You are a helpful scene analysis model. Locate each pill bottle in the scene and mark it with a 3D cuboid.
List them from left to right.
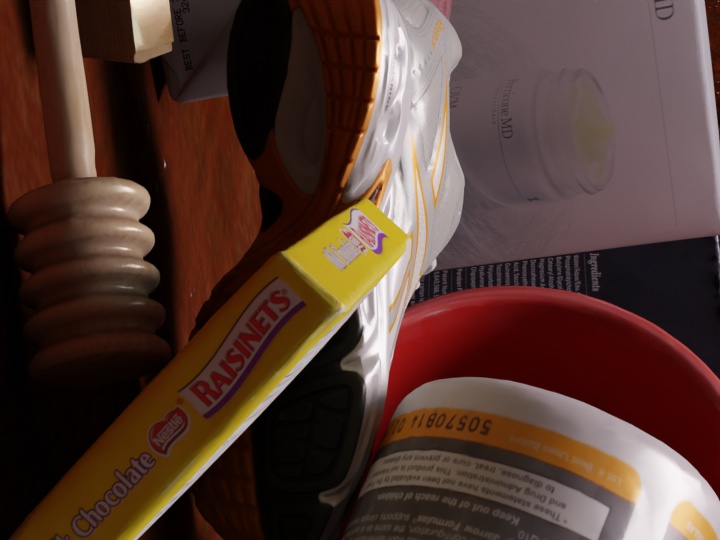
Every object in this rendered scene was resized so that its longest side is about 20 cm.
[{"bbox_3d":[0.030,0.144,0.801,0.116,0.116,0.201,70,40,-62],"label":"pill bottle"}]

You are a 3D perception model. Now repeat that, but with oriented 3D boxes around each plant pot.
[{"bbox_3d":[0.059,0.137,1.071,0.178,0.199,0.201,91,-3,-54],"label":"plant pot"}]

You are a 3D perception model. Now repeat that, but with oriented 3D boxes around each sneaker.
[{"bbox_3d":[0.000,0.000,0.861,0.092,0.075,0.201,1,101,-56],"label":"sneaker"}]

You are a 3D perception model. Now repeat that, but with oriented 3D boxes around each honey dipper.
[{"bbox_3d":[-0.081,-0.070,0.684,0.038,0.038,0.201,60,20,-73],"label":"honey dipper"}]

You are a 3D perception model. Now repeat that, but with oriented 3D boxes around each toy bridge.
[{"bbox_3d":[-0.026,-0.106,0.805,0.200,0.067,0.027,-29,119,-45],"label":"toy bridge"}]

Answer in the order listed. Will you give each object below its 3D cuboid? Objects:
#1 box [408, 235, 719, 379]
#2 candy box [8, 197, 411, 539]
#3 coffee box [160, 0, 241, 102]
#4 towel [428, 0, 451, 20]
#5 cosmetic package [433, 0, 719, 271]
[{"bbox_3d":[0.099,0.097,1.333,0.124,0.196,0.201,-90,169,-51],"label":"box"},{"bbox_3d":[-0.035,0.029,0.711,0.026,0.102,0.200,41,7,1],"label":"candy box"},{"bbox_3d":[-0.032,-0.150,0.974,0.200,0.079,0.114,-80,161,-68],"label":"coffee box"},{"bbox_3d":[0.008,-0.187,0.916,0.144,0.023,0.201,-82,163,-58],"label":"towel"},{"bbox_3d":[0.056,-0.115,1.176,0.123,0.199,0.200,-89,169,-53],"label":"cosmetic package"}]
